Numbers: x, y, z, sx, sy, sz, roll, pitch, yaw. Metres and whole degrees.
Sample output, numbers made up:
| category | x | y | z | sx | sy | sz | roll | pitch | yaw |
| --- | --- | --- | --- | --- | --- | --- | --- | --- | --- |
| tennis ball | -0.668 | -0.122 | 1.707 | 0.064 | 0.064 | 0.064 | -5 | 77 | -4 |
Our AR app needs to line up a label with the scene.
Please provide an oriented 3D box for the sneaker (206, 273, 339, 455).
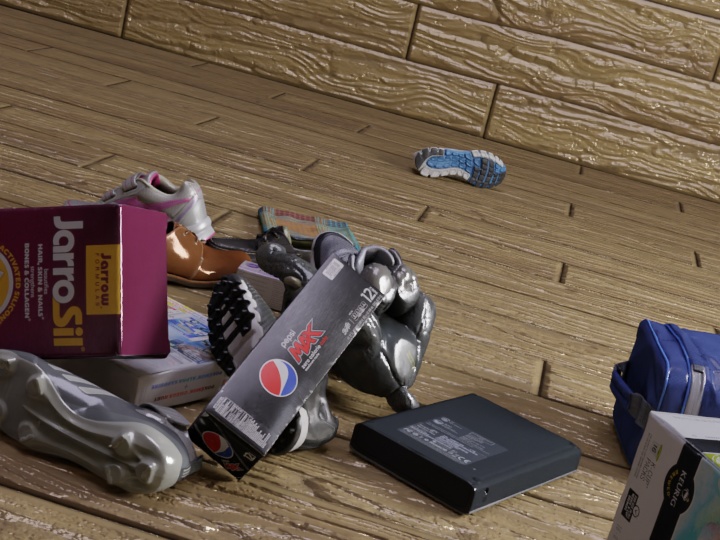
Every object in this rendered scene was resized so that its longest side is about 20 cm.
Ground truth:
| category | x | y | z | sx | sy | sz | roll | pitch | yaw |
| --- | --- | --- | --- | --- | --- | --- | --- | --- | --- |
| sneaker | -0.080 | 0.089 | 1.211 | 0.090 | 0.066 | 0.200 | 14 | 38 | -48 |

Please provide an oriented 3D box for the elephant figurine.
| category | x | y | z | sx | sy | sz | roll | pitch | yaw |
| --- | --- | --- | --- | --- | --- | --- | --- | --- | --- |
| elephant figurine | -0.028 | 0.060 | 1.345 | 0.200 | 0.156 | 0.142 | -6 | -39 | 43 |

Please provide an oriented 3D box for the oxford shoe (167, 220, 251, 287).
| category | x | y | z | sx | sy | sz | roll | pitch | yaw |
| --- | --- | --- | --- | --- | --- | --- | --- | --- | --- |
| oxford shoe | -0.210 | -0.022 | 1.557 | 0.199 | 0.072 | 0.071 | 4 | 17 | -39 |

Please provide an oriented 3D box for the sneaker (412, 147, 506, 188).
| category | x | y | z | sx | sy | sz | roll | pitch | yaw |
| --- | --- | --- | --- | --- | --- | --- | --- | --- | --- |
| sneaker | 0.199 | -0.220 | 2.639 | 0.199 | 0.075 | 0.087 | 11 | 10 | -13 |

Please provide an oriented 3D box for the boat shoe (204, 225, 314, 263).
| category | x | y | z | sx | sy | sz | roll | pitch | yaw |
| --- | --- | --- | --- | --- | --- | --- | --- | --- | --- |
| boat shoe | -0.103 | -0.027 | 1.675 | 0.200 | 0.066 | 0.072 | 10 | 18 | -11 |

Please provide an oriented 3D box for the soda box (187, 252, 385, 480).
| category | x | y | z | sx | sy | sz | roll | pitch | yaw |
| --- | --- | --- | --- | --- | --- | --- | --- | --- | --- |
| soda box | -0.063 | 0.080 | 1.110 | 0.063 | 0.071 | 0.200 | 40 | 55 | -1 |

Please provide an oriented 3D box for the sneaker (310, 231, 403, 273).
| category | x | y | z | sx | sy | sz | roll | pitch | yaw |
| --- | --- | --- | --- | --- | --- | --- | --- | --- | --- |
| sneaker | 0.000 | 0.000 | 1.473 | 0.075 | 0.114 | 0.200 | -10 | 47 | -20 |

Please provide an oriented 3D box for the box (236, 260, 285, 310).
| category | x | y | z | sx | sy | sz | roll | pitch | yaw |
| --- | --- | --- | --- | --- | --- | --- | --- | --- | --- |
| box | -0.053 | 0.036 | 1.546 | 0.199 | 0.042 | 0.039 | 15 | 16 | 6 |

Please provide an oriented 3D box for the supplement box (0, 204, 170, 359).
| category | x | y | z | sx | sy | sz | roll | pitch | yaw |
| --- | --- | --- | --- | --- | --- | --- | --- | --- | --- |
| supplement box | -0.276 | 0.014 | 1.122 | 0.199 | 0.131 | 0.103 | -3 | -4 | 15 |

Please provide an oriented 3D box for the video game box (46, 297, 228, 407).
| category | x | y | z | sx | sy | sz | roll | pitch | yaw |
| --- | --- | --- | --- | --- | --- | --- | --- | --- | --- |
| video game box | -0.222 | 0.069 | 1.264 | 0.200 | 0.047 | 0.182 | 25 | 21 | 33 |

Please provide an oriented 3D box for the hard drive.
| category | x | y | z | sx | sy | sz | roll | pitch | yaw |
| --- | --- | --- | --- | --- | --- | --- | --- | --- | --- |
| hard drive | 0.104 | 0.169 | 1.230 | 0.139 | 0.033 | 0.200 | 25 | 18 | 34 |

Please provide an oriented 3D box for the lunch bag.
| category | x | y | z | sx | sy | sz | roll | pitch | yaw |
| --- | --- | --- | --- | --- | --- | --- | --- | --- | --- |
| lunch bag | 0.337 | 0.135 | 1.367 | 0.132 | 0.136 | 0.200 | 14 | 15 | -3 |

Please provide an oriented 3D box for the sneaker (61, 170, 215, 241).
| category | x | y | z | sx | sy | sz | roll | pitch | yaw |
| --- | --- | --- | --- | --- | --- | --- | --- | --- | --- |
| sneaker | -0.284 | -0.085 | 1.647 | 0.199 | 0.089 | 0.081 | 2 | 15 | 4 |

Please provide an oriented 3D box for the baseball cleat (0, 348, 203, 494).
| category | x | y | z | sx | sy | sz | roll | pitch | yaw |
| --- | --- | --- | --- | --- | --- | --- | --- | --- | --- |
| baseball cleat | -0.221 | 0.123 | 1.060 | 0.200 | 0.070 | 0.106 | 30 | 13 | 19 |

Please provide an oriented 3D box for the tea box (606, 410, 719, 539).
| category | x | y | z | sx | sy | sz | roll | pitch | yaw |
| --- | --- | --- | --- | --- | --- | --- | --- | --- | --- |
| tea box | 0.260 | 0.227 | 0.847 | 0.133 | 0.201 | 0.197 | 8 | 16 | -23 |

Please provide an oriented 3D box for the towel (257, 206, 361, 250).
| category | x | y | z | sx | sy | sz | roll | pitch | yaw |
| --- | --- | --- | --- | --- | --- | --- | --- | --- | --- |
| towel | -0.073 | -0.053 | 1.882 | 0.146 | 0.022 | 0.200 | 12 | 15 | -12 |
